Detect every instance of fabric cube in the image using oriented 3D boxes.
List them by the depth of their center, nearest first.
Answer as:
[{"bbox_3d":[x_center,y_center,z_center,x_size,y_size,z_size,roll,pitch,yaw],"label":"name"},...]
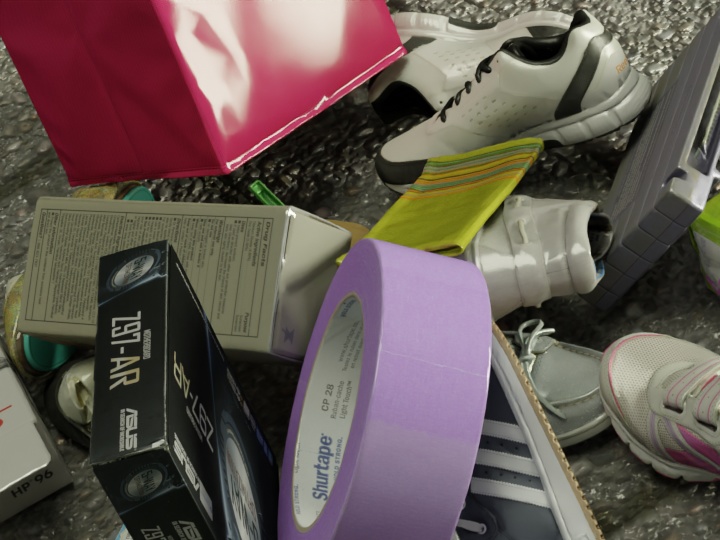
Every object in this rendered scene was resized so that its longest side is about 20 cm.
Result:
[{"bbox_3d":[-0.126,-0.194,1.551,0.199,0.200,0.196,-2,29,48],"label":"fabric cube"}]

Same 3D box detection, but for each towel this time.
[{"bbox_3d":[0.052,-0.042,1.378,0.086,0.018,0.200,-15,15,24],"label":"towel"}]

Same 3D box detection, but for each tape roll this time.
[{"bbox_3d":[0.011,0.086,1.242,0.065,0.201,0.201,14,42,-12],"label":"tape roll"}]

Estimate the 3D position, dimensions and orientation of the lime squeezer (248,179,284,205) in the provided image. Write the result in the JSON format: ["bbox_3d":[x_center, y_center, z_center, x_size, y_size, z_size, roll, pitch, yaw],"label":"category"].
[{"bbox_3d":[0.000,0.000,1.443,0.200,0.071,0.038,27,77,42],"label":"lime squeezer"}]

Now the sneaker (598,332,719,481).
[{"bbox_3d":[0.218,0.082,1.252,0.200,0.088,0.081,29,62,34],"label":"sneaker"}]

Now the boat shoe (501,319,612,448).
[{"bbox_3d":[0.068,0.064,1.364,0.201,0.065,0.075,7,49,29],"label":"boat shoe"}]

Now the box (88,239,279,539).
[{"bbox_3d":[-0.094,0.108,1.232,0.043,0.200,0.161,-15,41,9],"label":"box"}]

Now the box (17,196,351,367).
[{"bbox_3d":[-0.112,0.007,1.394,0.199,0.078,0.095,5,82,31],"label":"box"}]

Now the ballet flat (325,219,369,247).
[{"bbox_3d":[-0.088,0.003,1.495,0.199,0.063,0.069,-25,40,-4],"label":"ballet flat"}]

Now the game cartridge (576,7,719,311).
[{"bbox_3d":[0.202,-0.077,1.418,0.038,0.130,0.200,27,51,-3],"label":"game cartridge"}]

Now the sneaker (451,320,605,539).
[{"bbox_3d":[0.065,0.123,1.255,0.108,0.070,0.201,-26,73,2],"label":"sneaker"}]

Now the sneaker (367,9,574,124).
[{"bbox_3d":[0.094,-0.136,1.570,0.199,0.074,0.080,2,58,31],"label":"sneaker"}]

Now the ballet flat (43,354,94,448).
[{"bbox_3d":[-0.148,0.091,1.424,0.068,0.069,0.200,-42,45,-19],"label":"ballet flat"}]

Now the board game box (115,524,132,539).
[{"bbox_3d":[-0.113,0.233,1.287,0.134,0.034,0.200,5,48,26],"label":"board game box"}]

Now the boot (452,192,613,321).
[{"bbox_3d":[0.113,-0.014,1.384,0.095,0.074,0.200,-11,15,10],"label":"boot"}]

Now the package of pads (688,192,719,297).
[{"bbox_3d":[0.313,-0.010,1.336,0.154,0.068,0.200,-36,43,-16],"label":"package of pads"}]

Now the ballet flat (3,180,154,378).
[{"bbox_3d":[-0.210,0.006,1.539,0.070,0.071,0.200,2,39,25],"label":"ballet flat"}]

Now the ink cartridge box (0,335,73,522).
[{"bbox_3d":[-0.268,0.113,1.451,0.116,0.068,0.200,-30,42,-6],"label":"ink cartridge box"}]

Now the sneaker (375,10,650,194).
[{"bbox_3d":[0.093,-0.115,1.495,0.199,0.080,0.074,-22,26,22],"label":"sneaker"}]
